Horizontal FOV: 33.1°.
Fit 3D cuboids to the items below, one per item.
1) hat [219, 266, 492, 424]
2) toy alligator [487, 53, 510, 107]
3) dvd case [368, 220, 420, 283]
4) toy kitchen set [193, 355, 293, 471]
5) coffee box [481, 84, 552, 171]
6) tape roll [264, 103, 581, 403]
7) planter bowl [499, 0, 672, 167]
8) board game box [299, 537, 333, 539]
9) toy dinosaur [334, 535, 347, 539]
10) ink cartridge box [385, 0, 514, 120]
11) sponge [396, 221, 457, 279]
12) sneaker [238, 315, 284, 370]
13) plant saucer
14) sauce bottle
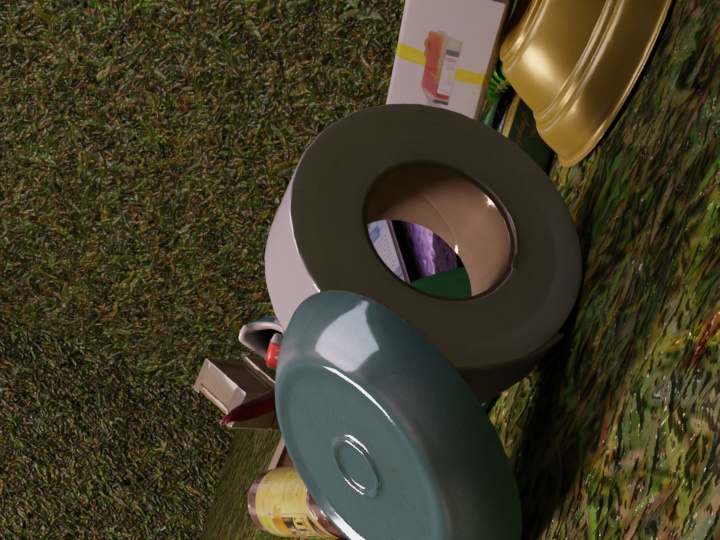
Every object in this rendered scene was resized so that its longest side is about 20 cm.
[{"bbox_3d":[0.019,0.032,0.934,0.200,0.176,0.166,-78,12,-61],"label":"hat"},{"bbox_3d":[0.145,-0.184,1.204,0.200,0.054,0.059,144,148,-79],"label":"toy alligator"},{"bbox_3d":[0.000,0.000,1.154,0.143,0.018,0.200,-48,46,40],"label":"dvd case"},{"bbox_3d":[-0.081,0.214,1.334,0.163,0.200,0.181,33,105,42],"label":"toy kitchen set"},{"bbox_3d":[0.127,-0.100,1.105,0.200,0.044,0.123,130,161,-71],"label":"coffee box"},{"bbox_3d":[0.042,-0.009,0.797,0.071,0.202,0.203,121,169,-54],"label":"tape roll"},{"bbox_3d":[0.162,-0.187,0.927,0.200,0.083,0.201,-157,90,-84],"label":"planter bowl"},{"bbox_3d":[0.001,0.190,1.157,0.200,0.047,0.102,119,171,-51],"label":"board game box"},{"bbox_3d":[0.003,0.203,0.861,0.200,0.077,0.102,-46,-9,-37],"label":"toy dinosaur"},{"bbox_3d":[0.084,-0.213,1.034,0.200,0.083,0.145,102,-173,-55],"label":"ink cartridge box"},{"bbox_3d":[0.021,-0.002,1.167,0.200,0.030,0.112,-28,61,52],"label":"sponge"},{"bbox_3d":[-0.050,0.103,1.296,0.200,0.093,0.071,30,109,39],"label":"sneaker"},{"bbox_3d":[0.009,0.109,0.719,0.036,0.200,0.200,-32,-16,-32],"label":"plant saucer"},{"bbox_3d":[-0.026,0.199,1.045,0.200,0.065,0.065,-17,48,56],"label":"sauce bottle"}]
